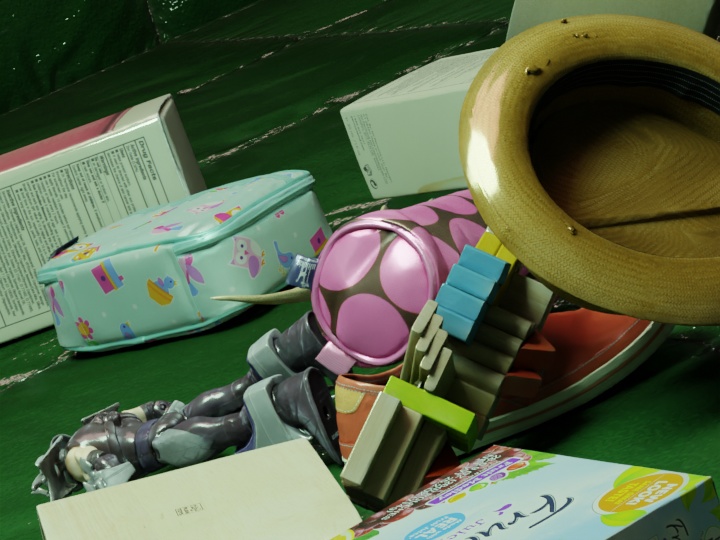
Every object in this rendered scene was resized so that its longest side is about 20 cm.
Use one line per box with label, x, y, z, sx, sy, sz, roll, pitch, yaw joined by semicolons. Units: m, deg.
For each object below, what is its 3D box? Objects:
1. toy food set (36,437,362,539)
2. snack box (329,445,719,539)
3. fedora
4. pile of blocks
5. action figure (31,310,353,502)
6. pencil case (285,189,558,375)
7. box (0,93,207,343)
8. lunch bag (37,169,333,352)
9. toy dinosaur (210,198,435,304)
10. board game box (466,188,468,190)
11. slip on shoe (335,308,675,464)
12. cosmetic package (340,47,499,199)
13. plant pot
toy food set;-0.076;0.143;1.337;0.143;0.061;0.200;-13;14;-9
snack box;0.029;0.145;1.098;0.199;0.068;0.168;-28;14;-24
fedora;0.137;-0.036;1.380;0.200;0.201;0.082;-29;-20;-30
pile of blocks;0.058;0.046;1.363;0.062;0.082;0.200;23;54;10
action figure;-0.101;0.095;1.543;0.199;0.070;0.130;-20;19;23
pencil case;0.047;0.004;1.556;0.090;0.094;0.200;29;20;25
box;-0.220;-0.040;2.156;0.199;0.129;0.109;-19;12;6
lunch bag;-0.126;-0.010;1.988;0.199;0.078;0.160;-12;16;37
toy dinosaur;0.000;0.000;1.835;0.101;0.058;0.200;-30;-4;40
board game box;0.163;-0.055;1.781;0.199;0.041;0.200;-20;12;10
slip on shoe;0.077;0.048;1.449;0.199;0.062;0.074;-22;11;-9
cosmetic package;0.086;-0.104;1.858;0.105;0.071;0.200;-28;12;-29
plant pot;0.205;-0.206;2.090;0.134;0.201;0.200;20;25;12
